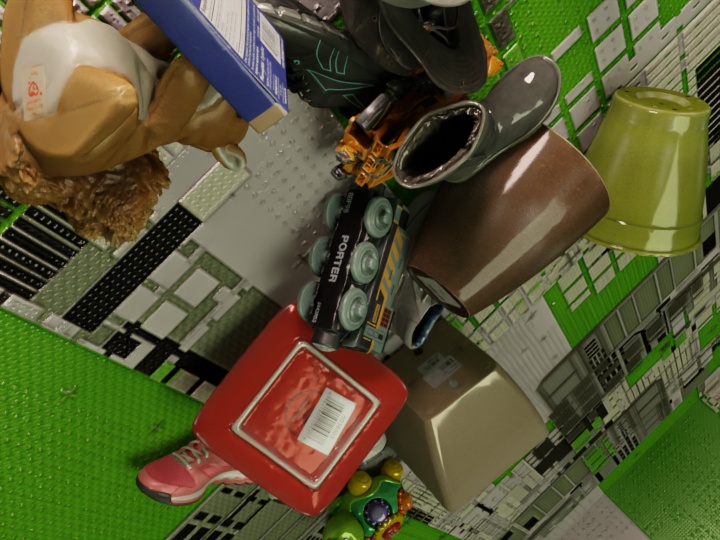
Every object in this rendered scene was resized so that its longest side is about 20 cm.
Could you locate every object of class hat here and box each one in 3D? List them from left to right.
[{"bbox_3d":[0.031,-0.234,0.689,0.081,0.201,0.201,-19,161,36],"label":"hat"}]

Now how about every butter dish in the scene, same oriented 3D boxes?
[{"bbox_3d":[-0.082,0.159,0.972,0.199,0.148,0.200,40,80,-16],"label":"butter dish"}]

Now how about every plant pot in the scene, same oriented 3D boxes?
[{"bbox_3d":[0.133,0.197,1.196,0.200,0.200,0.177,-35,132,-13],"label":"plant pot"},{"bbox_3d":[0.151,-0.049,0.920,0.200,0.187,0.187,-50,146,-9],"label":"plant pot"},{"bbox_3d":[0.402,-0.151,1.120,0.200,0.200,0.193,-16,124,-35],"label":"plant pot"}]

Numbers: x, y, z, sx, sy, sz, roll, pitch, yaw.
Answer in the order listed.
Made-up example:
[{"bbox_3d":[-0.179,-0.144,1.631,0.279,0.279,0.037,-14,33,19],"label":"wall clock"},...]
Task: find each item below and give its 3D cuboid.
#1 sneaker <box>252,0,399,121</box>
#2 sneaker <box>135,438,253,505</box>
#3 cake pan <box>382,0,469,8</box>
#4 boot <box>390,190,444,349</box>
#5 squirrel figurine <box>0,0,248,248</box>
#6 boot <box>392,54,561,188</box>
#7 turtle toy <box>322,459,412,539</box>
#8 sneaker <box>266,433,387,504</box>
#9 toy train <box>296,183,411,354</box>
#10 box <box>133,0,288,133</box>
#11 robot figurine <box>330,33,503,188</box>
[{"bbox_3d":[-0.040,-0.186,0.707,0.200,0.075,0.079,11,120,-50],"label":"sneaker"},{"bbox_3d":[-0.193,0.230,1.002,0.200,0.074,0.087,-4,115,-49],"label":"sneaker"},{"bbox_3d":[0.021,-0.285,0.594,0.200,0.200,0.037,-1,167,-45],"label":"cake pan"},{"bbox_3d":[0.082,0.004,1.009,0.074,0.096,0.200,-12,134,-39],"label":"boot"},{"bbox_3d":[-0.178,-0.116,0.616,0.200,0.142,0.187,-46,159,27],"label":"squirrel figurine"},{"bbox_3d":[0.117,-0.147,0.760,0.182,0.073,0.200,-49,167,13],"label":"boot"},{"bbox_3d":[0.010,0.421,1.363,0.200,0.101,0.146,-8,131,-41],"label":"turtle toy"},{"bbox_3d":[-0.057,0.273,1.183,0.200,0.076,0.077,-30,121,-20],"label":"sneaker"},{"bbox_3d":[0.000,0.000,0.888,0.114,0.085,0.200,32,70,-52],"label":"toy train"},{"bbox_3d":[-0.122,-0.198,0.537,0.032,0.121,0.200,-29,128,17],"label":"box"},{"bbox_3d":[0.053,-0.157,0.796,0.200,0.058,0.145,-41,172,-28],"label":"robot figurine"}]
